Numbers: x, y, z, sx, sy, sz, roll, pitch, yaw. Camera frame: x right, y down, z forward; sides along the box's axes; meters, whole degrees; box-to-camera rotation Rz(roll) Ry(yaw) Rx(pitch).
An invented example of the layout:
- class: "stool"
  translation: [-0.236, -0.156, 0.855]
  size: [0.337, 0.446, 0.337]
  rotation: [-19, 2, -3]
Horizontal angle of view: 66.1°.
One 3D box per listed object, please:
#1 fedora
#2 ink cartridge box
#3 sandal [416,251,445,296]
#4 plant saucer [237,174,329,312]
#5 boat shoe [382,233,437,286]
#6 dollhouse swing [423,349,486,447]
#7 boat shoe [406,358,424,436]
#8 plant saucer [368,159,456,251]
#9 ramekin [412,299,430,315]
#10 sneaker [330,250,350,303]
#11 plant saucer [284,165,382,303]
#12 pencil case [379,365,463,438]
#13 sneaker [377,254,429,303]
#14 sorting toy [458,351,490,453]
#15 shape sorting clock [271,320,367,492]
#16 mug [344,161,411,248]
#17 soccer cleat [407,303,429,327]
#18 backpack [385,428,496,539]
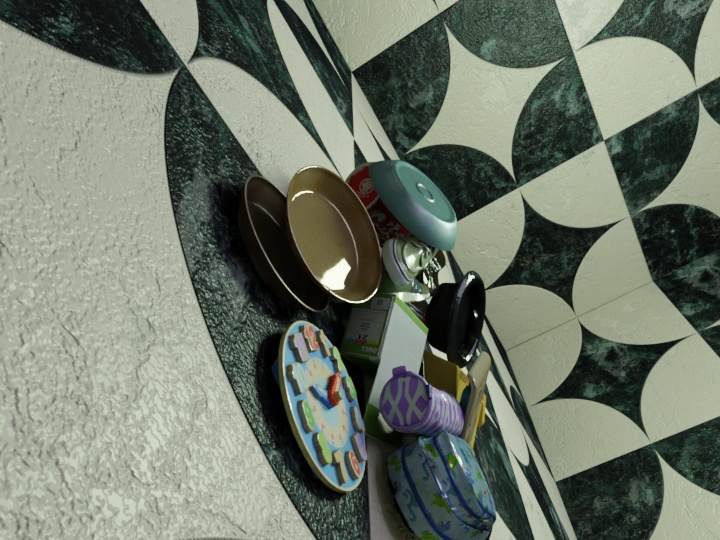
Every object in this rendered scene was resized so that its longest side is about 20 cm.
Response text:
- class: "fedora"
  translation: [0.190, 0.098, 1.150]
  size: [0.199, 0.090, 0.206]
  rotation: [-19, 113, -55]
- class: "ink cartridge box"
  translation: [0.028, 0.155, 0.851]
  size: [0.148, 0.074, 0.204]
  rotation: [44, 56, -52]
- class: "sandal"
  translation: [0.140, -0.008, 1.192]
  size: [0.082, 0.054, 0.202]
  rotation: [50, 32, -23]
- class: "plant saucer"
  translation: [-0.107, -0.030, 0.744]
  size: [0.202, 0.036, 0.202]
  rotation: [57, 16, -26]
- class: "boat shoe"
  translation: [0.085, -0.033, 0.900]
  size: [0.073, 0.061, 0.200]
  rotation: [62, 21, -8]
- class: "dollhouse swing"
  translation: [0.149, 0.283, 1.113]
  size: [0.179, 0.178, 0.200]
  rotation: [21, -14, 37]
- class: "boat shoe"
  translation: [0.088, 0.203, 0.979]
  size: [0.072, 0.060, 0.203]
  rotation: [56, 16, -25]
- class: "plant saucer"
  translation: [0.099, -0.121, 0.935]
  size: [0.198, 0.036, 0.202]
  rotation: [34, 29, -21]
- class: "ramekin"
  translation: [0.093, 0.027, 1.243]
  size: [0.204, 0.093, 0.204]
  rotation: [57, 15, -24]
- class: "sneaker"
  translation: [-0.025, -0.040, 0.886]
  size: [0.111, 0.076, 0.203]
  rotation: [1, 52, -32]
- class: "plant saucer"
  translation: [-0.042, -0.046, 0.776]
  size: [0.199, 0.035, 0.204]
  rotation: [33, 46, -41]
- class: "pencil case"
  translation: [0.093, 0.203, 0.819]
  size: [0.200, 0.082, 0.087]
  rotation: [44, 27, -57]
- class: "sneaker"
  translation: [0.076, 0.012, 0.995]
  size: [0.199, 0.066, 0.092]
  rotation: [-1, 84, -66]
- class: "sorting toy"
  translation: [0.188, 0.258, 0.971]
  size: [0.185, 0.036, 0.206]
  rotation: [-14, 113, -69]
- class: "shape sorting clock"
  translation: [-0.039, 0.155, 0.654]
  size: [0.202, 0.039, 0.201]
  rotation: [57, 16, -25]
- class: "mug"
  translation: [0.075, -0.112, 1.044]
  size: [0.199, 0.174, 0.137]
  rotation: [35, 53, -44]
- class: "soccer cleat"
  translation: [0.071, 0.095, 1.061]
  size: [0.086, 0.069, 0.199]
  rotation: [52, 21, 14]
- class: "backpack"
  translation: [0.113, 0.303, 0.772]
  size: [0.198, 0.153, 0.166]
  rotation: [26, 35, -42]
